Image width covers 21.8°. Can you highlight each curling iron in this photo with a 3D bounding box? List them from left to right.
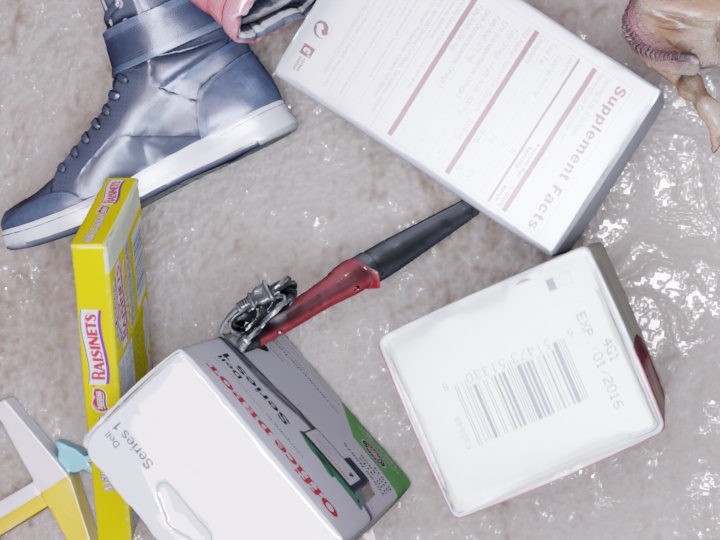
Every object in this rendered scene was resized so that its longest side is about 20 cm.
[{"bbox_3d":[0.000,0.000,1.128,0.199,0.050,0.026,-25,71,-33],"label":"curling iron"}]

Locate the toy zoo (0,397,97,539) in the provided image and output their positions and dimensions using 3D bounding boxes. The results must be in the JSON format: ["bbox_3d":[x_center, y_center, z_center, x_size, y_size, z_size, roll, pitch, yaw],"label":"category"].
[{"bbox_3d":[-0.256,0.175,1.238,0.199,0.020,0.132,-31,86,10],"label":"toy zoo"}]

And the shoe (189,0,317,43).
[{"bbox_3d":[-0.027,-0.217,1.133,0.200,0.072,0.091,-37,64,-17],"label":"shoe"}]

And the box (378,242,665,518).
[{"bbox_3d":[0.100,0.058,1.082,0.127,0.200,0.110,-24,87,10],"label":"box"}]

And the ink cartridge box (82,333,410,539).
[{"bbox_3d":[-0.061,0.116,1.111,0.084,0.200,0.146,-43,85,11],"label":"ink cartridge box"}]

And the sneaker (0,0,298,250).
[{"bbox_3d":[-0.159,-0.110,1.183,0.201,0.077,0.147,-27,94,3],"label":"sneaker"}]

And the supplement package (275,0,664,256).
[{"bbox_3d":[0.069,-0.109,1.127,0.199,0.117,0.118,34,96,7],"label":"supplement package"}]

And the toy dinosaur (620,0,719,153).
[{"bbox_3d":[0.193,-0.154,1.091,0.135,0.200,0.086,41,131,9],"label":"toy dinosaur"}]

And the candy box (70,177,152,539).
[{"bbox_3d":[-0.147,0.055,1.140,0.026,0.102,0.202,2,115,6],"label":"candy box"}]
